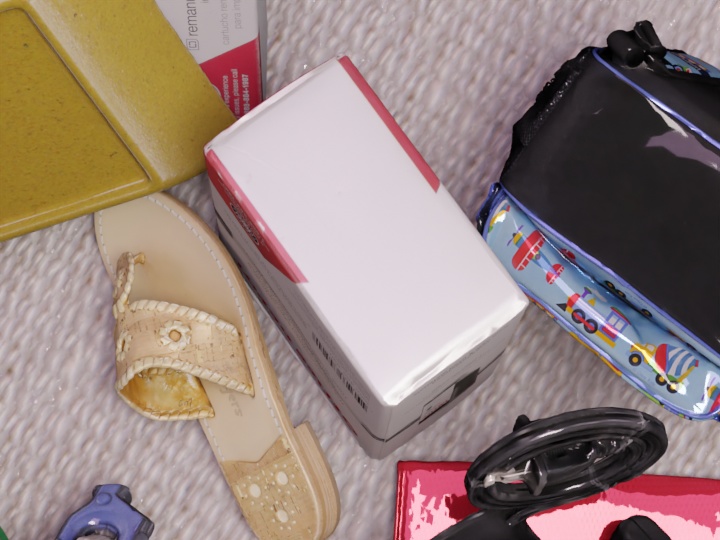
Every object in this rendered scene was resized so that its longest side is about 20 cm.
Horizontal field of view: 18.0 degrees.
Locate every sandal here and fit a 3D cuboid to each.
[{"bbox_3d":[-0.088,0.052,1.138,0.077,0.069,0.213,-35,82,37],"label":"sandal"}]

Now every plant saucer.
[{"bbox_3d":[-0.184,-0.079,1.090,0.198,0.200,0.049,-17,47,17],"label":"plant saucer"}]

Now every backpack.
[{"bbox_3d":[0.159,-0.027,1.106,0.182,0.200,0.135,38,103,4],"label":"backpack"}]

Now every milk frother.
[{"bbox_3d":[0.103,0.182,1.027,0.180,0.200,0.188,-36,67,-7],"label":"milk frother"}]

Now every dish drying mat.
[{"bbox_3d":[0.115,0.140,1.159,0.198,0.018,0.078,4,82,1],"label":"dish drying mat"}]

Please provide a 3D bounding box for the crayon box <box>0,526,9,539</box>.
[{"bbox_3d":[-0.240,0.130,1.087,0.119,0.200,0.058,-40,126,-5],"label":"crayon box"}]

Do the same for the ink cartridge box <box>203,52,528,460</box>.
[{"bbox_3d":[0.000,0.000,1.093,0.083,0.200,0.147,-35,82,-8],"label":"ink cartridge box"}]

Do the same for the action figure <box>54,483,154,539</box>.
[{"bbox_3d":[-0.129,0.211,1.073,0.192,0.105,0.200,25,47,16],"label":"action figure"}]

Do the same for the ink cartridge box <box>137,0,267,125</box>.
[{"bbox_3d":[-0.147,-0.142,1.122,0.198,0.146,0.084,0,51,0],"label":"ink cartridge box"}]
